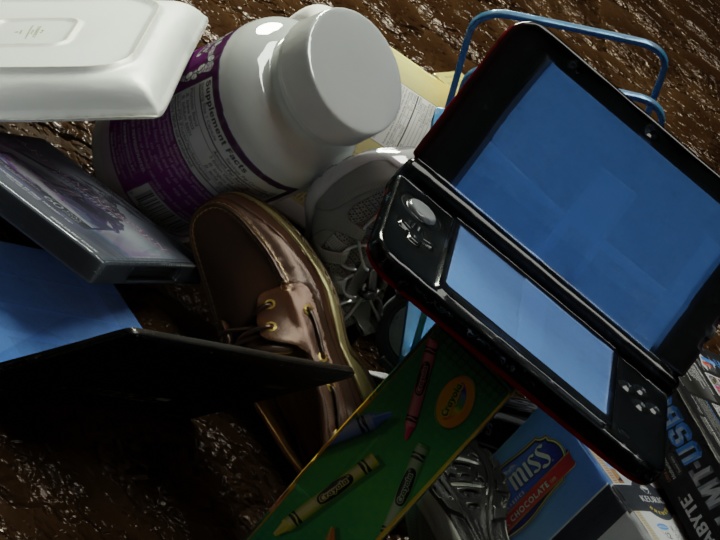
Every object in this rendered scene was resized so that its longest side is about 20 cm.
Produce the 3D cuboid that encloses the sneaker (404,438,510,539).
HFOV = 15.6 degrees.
[{"bbox_3d":[0.054,0.168,1.551,0.074,0.079,0.201,11,41,-35],"label":"sneaker"}]

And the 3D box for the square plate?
[{"bbox_3d":[-0.205,-0.136,1.632,0.197,0.029,0.200,0,22,5],"label":"square plate"}]

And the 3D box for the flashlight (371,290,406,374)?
[{"bbox_3d":[0.054,0.043,1.778,0.067,0.068,0.200,11,2,10],"label":"flashlight"}]

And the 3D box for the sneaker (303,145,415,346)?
[{"bbox_3d":[0.000,0.000,1.653,0.074,0.200,0.082,-6,55,-28],"label":"sneaker"}]

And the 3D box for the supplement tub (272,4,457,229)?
[{"bbox_3d":[0.009,-0.083,1.888,0.199,0.145,0.145,33,22,-19],"label":"supplement tub"}]

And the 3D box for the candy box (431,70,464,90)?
[{"bbox_3d":[0.099,-0.043,2.001,0.200,0.116,0.055,46,23,13],"label":"candy box"}]

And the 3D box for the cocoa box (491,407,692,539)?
[{"bbox_3d":[0.164,0.177,1.649,0.199,0.133,0.132,13,36,-50],"label":"cocoa box"}]

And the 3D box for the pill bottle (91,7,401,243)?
[{"bbox_3d":[-0.071,-0.096,1.673,0.112,0.199,0.113,21,59,-40],"label":"pill bottle"}]

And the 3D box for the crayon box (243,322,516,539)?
[{"bbox_3d":[0.017,0.101,1.461,0.058,0.200,0.119,42,21,4],"label":"crayon box"}]

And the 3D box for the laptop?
[{"bbox_3d":[-0.141,0.015,1.492,0.187,0.199,0.117,12,68,-50],"label":"laptop"}]

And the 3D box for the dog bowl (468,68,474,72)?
[{"bbox_3d":[0.153,-0.071,1.838,0.201,0.058,0.200,55,7,-10],"label":"dog bowl"}]

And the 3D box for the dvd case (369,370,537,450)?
[{"bbox_3d":[0.112,0.106,1.762,0.150,0.025,0.199,17,3,40],"label":"dvd case"}]

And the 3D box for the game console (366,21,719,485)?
[{"bbox_3d":[0.120,-0.012,1.415,0.200,0.119,0.173,39,21,-8],"label":"game console"}]

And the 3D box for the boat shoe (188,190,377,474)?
[{"bbox_3d":[-0.050,0.041,1.607,0.067,0.072,0.201,-13,72,-58],"label":"boat shoe"}]

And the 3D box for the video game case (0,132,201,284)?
[{"bbox_3d":[-0.178,-0.039,1.582,0.143,0.019,0.200,37,9,12],"label":"video game case"}]

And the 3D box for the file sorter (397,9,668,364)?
[{"bbox_3d":[0.111,-0.042,1.595,0.138,0.123,0.201,11,52,-4],"label":"file sorter"}]

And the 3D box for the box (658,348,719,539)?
[{"bbox_3d":[0.257,0.137,1.638,0.198,0.050,0.201,24,29,-43],"label":"box"}]
